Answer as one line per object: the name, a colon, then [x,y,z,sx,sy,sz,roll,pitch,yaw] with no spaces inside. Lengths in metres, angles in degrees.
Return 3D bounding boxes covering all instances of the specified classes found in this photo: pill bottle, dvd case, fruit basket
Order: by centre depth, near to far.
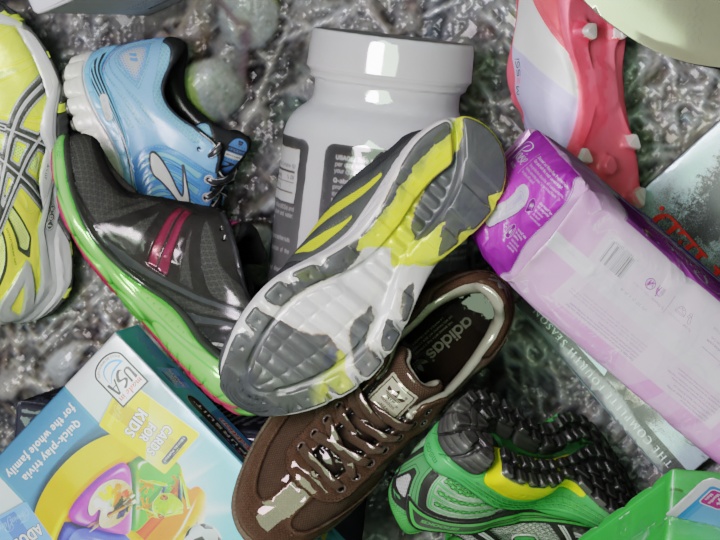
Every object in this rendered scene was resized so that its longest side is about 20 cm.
fruit basket: [0.222,0.190,1.609,0.200,0.094,0.185,28,143,-15]
pill bottle: [0.008,-0.035,1.691,0.116,0.116,0.200,8,96,12]
dvd case: [0.209,0.007,1.697,0.200,0.022,0.146,-42,85,14]

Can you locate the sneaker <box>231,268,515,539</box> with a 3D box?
sneaker: [0.005,0.070,1.597,0.070,0.076,0.200,42,80,2]

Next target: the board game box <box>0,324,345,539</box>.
board game box: [-0.113,0.155,1.661,0.200,0.047,0.151,45,102,6]

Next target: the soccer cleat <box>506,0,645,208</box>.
soccer cleat: [0.117,-0.082,1.688,0.076,0.067,0.200,2,93,53]

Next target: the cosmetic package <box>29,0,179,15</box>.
cosmetic package: [-0.141,-0.257,1.665,0.123,0.200,0.200,-24,88,13]

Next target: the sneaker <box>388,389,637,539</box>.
sneaker: [0.090,0.124,1.658,0.085,0.200,0.078,-40,52,25]

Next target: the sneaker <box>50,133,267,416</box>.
sneaker: [-0.101,-0.006,1.662,0.084,0.077,0.200,-41,75,-6]

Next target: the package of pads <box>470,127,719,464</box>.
package of pads: [0.153,0.018,1.600,0.200,0.121,0.076,39,97,-23]

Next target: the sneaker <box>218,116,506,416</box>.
sneaker: [0.000,0.000,1.590,0.200,0.085,0.074,-45,102,-5]

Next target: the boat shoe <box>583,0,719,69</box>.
boat shoe: [0.209,-0.144,1.645,0.201,0.063,0.074,15,89,-4]

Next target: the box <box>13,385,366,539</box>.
box: [-0.102,0.154,1.736,0.200,0.104,0.148,8,96,12]

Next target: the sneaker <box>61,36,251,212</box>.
sneaker: [-0.102,-0.047,1.736,0.090,0.078,0.200,-23,89,10]

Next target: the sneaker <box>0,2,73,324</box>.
sneaker: [-0.220,-0.063,1.742,0.075,0.076,0.200,-2,101,41]
